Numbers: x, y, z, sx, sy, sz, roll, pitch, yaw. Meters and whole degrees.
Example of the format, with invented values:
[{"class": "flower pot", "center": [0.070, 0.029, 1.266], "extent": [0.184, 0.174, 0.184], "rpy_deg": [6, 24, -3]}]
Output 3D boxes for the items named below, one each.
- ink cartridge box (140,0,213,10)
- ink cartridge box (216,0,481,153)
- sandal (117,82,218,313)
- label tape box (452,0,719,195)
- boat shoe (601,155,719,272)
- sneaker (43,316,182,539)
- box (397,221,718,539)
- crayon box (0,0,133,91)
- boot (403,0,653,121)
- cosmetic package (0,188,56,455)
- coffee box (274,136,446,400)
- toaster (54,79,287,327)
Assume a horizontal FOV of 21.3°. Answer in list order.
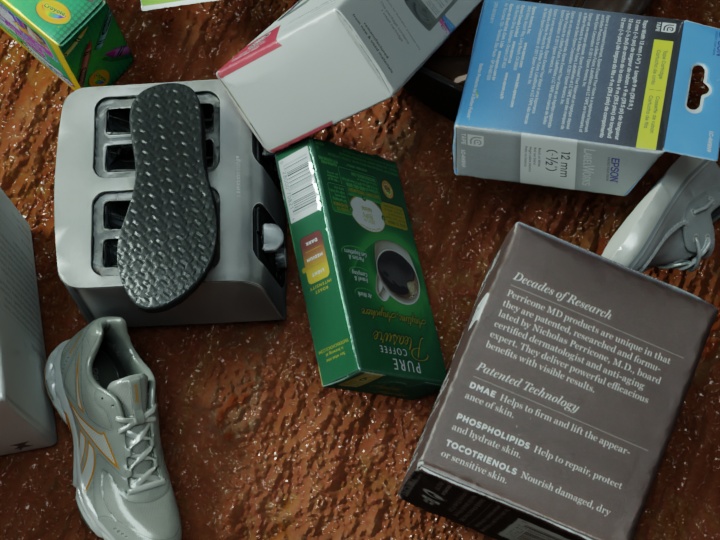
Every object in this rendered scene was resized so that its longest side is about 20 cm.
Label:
[{"class": "ink cartridge box", "center": [-0.124, -0.312, 1.659], "extent": [0.147, 0.076, 0.200], "rpy_deg": [-7, 73, 3]}, {"class": "ink cartridge box", "center": [0.001, -0.194, 1.522], "extent": [0.086, 0.147, 0.200], "rpy_deg": [53, 44, -14]}, {"class": "sandal", "center": [-0.143, -0.052, 1.470], "extent": [0.075, 0.048, 0.201], "rpy_deg": [-3, 59, 5]}, {"class": "label tape box", "center": [0.182, -0.132, 1.489], "extent": [0.200, 0.066, 0.143], "rpy_deg": [9, 53, 8]}, {"class": "boat shoe", "center": [0.246, -0.034, 1.493], "extent": [0.068, 0.200, 0.072], "rpy_deg": [41, 119, 5]}, {"class": "sneaker", "center": [-0.186, 0.129, 1.499], "extent": [0.076, 0.092, 0.200], "rpy_deg": [-12, 68, -37]}, {"class": "box", "center": [0.144, 0.102, 1.438], "extent": [0.164, 0.166, 0.200], "rpy_deg": [22, 75, 2]}, {"class": "crayon box", "center": [-0.291, -0.241, 1.628], "extent": [0.200, 0.119, 0.058], "rpy_deg": [40, 80, 15]}, {"class": "boot", "center": [0.142, -0.212, 1.609], "extent": [0.186, 0.064, 0.200], "rpy_deg": [23, 73, 11]}, {"class": "cosmetic package", "center": [-0.348, 0.043, 1.515], "extent": [0.164, 0.165, 0.200], "rpy_deg": [-12, 71, 2]}, {"class": "coffee box", "center": [0.000, 0.000, 1.520], "extent": [0.044, 0.123, 0.200], "rpy_deg": [-25, 69, 31]}, {"class": "toaster", "center": [-0.157, -0.053, 1.554], "extent": [0.200, 0.119, 0.181], "rpy_deg": [-2, 71, 5]}]
